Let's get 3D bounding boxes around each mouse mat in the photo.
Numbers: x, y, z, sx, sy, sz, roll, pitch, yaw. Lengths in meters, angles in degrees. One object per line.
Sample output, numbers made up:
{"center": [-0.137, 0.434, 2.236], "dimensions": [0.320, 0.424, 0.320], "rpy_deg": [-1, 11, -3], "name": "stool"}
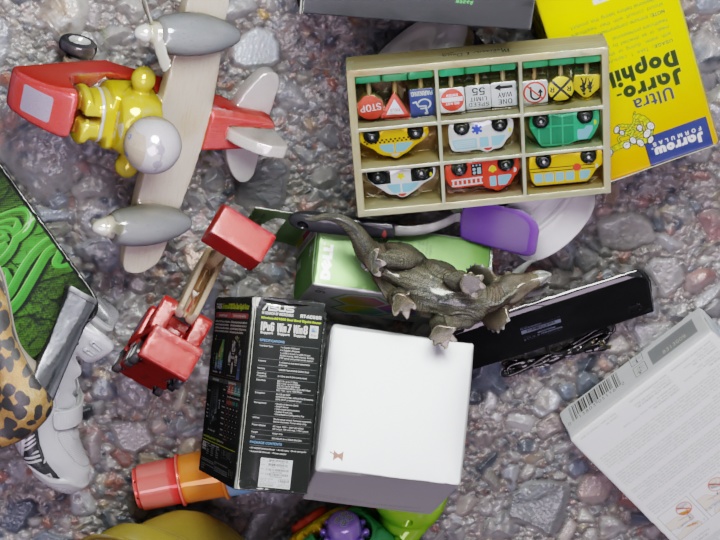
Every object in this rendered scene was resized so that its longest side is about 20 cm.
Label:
{"center": [-0.334, 0.026, 1.718], "dimensions": [0.200, 0.008, 0.161], "rpy_deg": [-37, 89, 2], "name": "mouse mat"}

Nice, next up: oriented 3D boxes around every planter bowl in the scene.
{"center": [-0.145, 0.271, 1.843], "dimensions": [0.200, 0.084, 0.201], "rpy_deg": [27, 148, 19], "name": "planter bowl"}

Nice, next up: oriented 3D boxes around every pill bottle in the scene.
{"center": [0.098, -0.103, 1.690], "dimensions": [0.111, 0.111, 0.200], "rpy_deg": [-39, 114, 13], "name": "pill bottle"}

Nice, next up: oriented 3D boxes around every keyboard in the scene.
{"center": [0.155, 0.052, 1.796], "dimensions": [0.199, 0.021, 0.127], "rpy_deg": [-17, 150, 3], "name": "keyboard"}

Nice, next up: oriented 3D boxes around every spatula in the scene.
{"center": [0.042, -0.036, 1.665], "dimensions": [0.199, 0.021, 0.057], "rpy_deg": [1, 144, -3], "name": "spatula"}

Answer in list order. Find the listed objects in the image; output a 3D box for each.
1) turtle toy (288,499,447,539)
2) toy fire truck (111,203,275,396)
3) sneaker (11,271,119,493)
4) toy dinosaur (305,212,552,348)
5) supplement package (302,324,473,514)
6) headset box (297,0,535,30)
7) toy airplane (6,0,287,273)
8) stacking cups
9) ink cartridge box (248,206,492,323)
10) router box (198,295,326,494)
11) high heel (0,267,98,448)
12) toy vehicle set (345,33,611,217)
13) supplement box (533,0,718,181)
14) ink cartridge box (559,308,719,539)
{"center": [-0.002, 0.246, 1.850], "dimensions": [0.200, 0.146, 0.101], "rpy_deg": [-34, 85, 10], "name": "turtle toy"}
{"center": [-0.138, 0.026, 1.711], "dimensions": [0.049, 0.200, 0.141], "rpy_deg": [30, 77, -9], "name": "toy fire truck"}
{"center": [-0.247, 0.093, 1.770], "dimensions": [0.114, 0.075, 0.201], "rpy_deg": [-21, 113, 8], "name": "sneaker"}
{"center": [0.047, 0.011, 1.642], "dimensions": [0.199, 0.102, 0.077], "rpy_deg": [15, 95, 3], "name": "toy dinosaur"}
{"center": [0.019, 0.126, 1.708], "dimensions": [0.117, 0.200, 0.118], "rpy_deg": [8, 77, -3], "name": "supplement package"}
{"center": [0.036, -0.254, 1.558], "dimensions": [0.173, 0.200, 0.093], "rpy_deg": [4, 116, -7], "name": "headset box"}
{"center": [-0.151, -0.112, 1.642], "dimensions": [0.198, 0.141, 0.200], "rpy_deg": [-28, 116, 8], "name": "toy airplane"}
{"center": [-0.099, 0.176, 1.838], "dimensions": [0.199, 0.061, 0.061], "rpy_deg": [-14, 117, 2], "name": "stacking cups"}
{"center": [0.000, 0.000, 1.729], "dimensions": [0.199, 0.104, 0.060], "rpy_deg": [8, 78, -10], "name": "ink cartridge box"}
{"center": [-0.081, 0.097, 1.695], "dimensions": [0.062, 0.200, 0.151], "rpy_deg": [5, 88, -12], "name": "router box"}
{"center": [-0.326, 0.046, 1.676], "dimensions": [0.199, 0.071, 0.143], "rpy_deg": [26, 85, -7], "name": "high heel"}
{"center": [0.091, -0.110, 1.605], "dimensions": [0.199, 0.027, 0.125], "rpy_deg": [-6, 119, 1], "name": "toy vehicle set"}
{"center": [0.197, -0.188, 1.658], "dimensions": [0.109, 0.109, 0.201], "rpy_deg": [-19, 117, 3], "name": "supplement box"}
{"center": [0.300, 0.150, 1.879], "dimensions": [0.160, 0.047, 0.200], "rpy_deg": [-39, 119, 13], "name": "ink cartridge box"}
